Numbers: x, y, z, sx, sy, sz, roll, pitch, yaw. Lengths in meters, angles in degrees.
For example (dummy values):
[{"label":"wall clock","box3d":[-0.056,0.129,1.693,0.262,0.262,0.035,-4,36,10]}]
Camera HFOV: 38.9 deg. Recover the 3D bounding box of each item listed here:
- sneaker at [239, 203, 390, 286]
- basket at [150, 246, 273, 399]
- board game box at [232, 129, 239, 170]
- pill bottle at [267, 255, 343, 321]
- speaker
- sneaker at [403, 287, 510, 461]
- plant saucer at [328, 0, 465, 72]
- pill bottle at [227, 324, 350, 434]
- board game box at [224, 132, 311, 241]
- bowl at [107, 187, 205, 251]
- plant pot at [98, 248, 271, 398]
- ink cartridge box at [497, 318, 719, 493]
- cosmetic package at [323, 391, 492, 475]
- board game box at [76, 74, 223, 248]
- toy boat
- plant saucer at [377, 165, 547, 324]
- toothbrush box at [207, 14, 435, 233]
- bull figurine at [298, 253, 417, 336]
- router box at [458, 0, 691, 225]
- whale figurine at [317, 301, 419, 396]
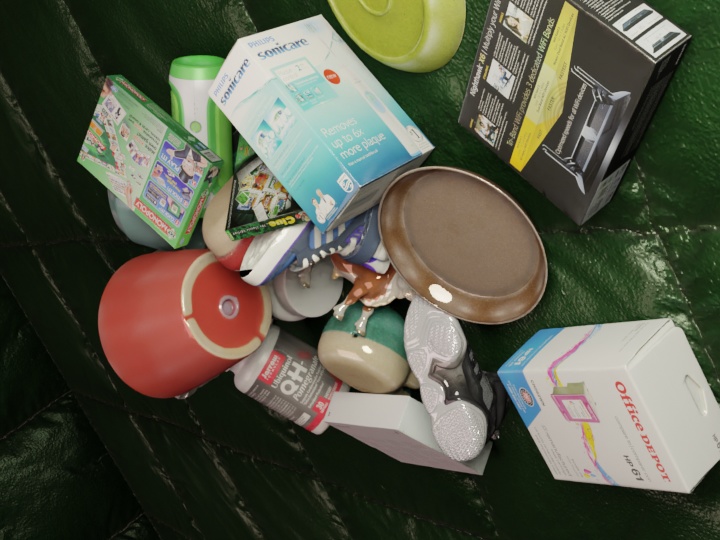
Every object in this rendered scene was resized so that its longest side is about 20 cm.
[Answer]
[{"label":"sneaker","box3d":[-0.029,-0.027,1.161,0.146,0.201,0.080,44,158,-21]},{"label":"basket","box3d":[-0.255,0.058,1.614,0.161,0.199,0.199,45,151,19]},{"label":"board game box","box3d":[-0.138,-0.131,1.405,0.136,0.028,0.199,57,152,-5]},{"label":"pill bottle","box3d":[-0.116,0.012,1.436,0.199,0.113,0.115,4,125,56]},{"label":"speaker","box3d":[-0.210,-0.177,1.357,0.088,0.088,0.203,24,121,43]},{"label":"sneaker","box3d":[0.117,0.115,1.204,0.075,0.113,0.203,-16,85,33]},{"label":"plant saucer","box3d":[0.020,-0.281,0.996,0.199,0.031,0.202,37,147,29]},{"label":"pill bottle","box3d":[-0.119,0.150,1.523,0.198,0.112,0.111,31,154,-11]},{"label":"board game box","box3d":[-0.093,-0.122,1.148,0.103,0.202,0.024,-15,135,18]},{"label":"bowl","box3d":[-0.293,-0.114,1.464,0.103,0.202,0.203,-6,127,9]},{"label":"plant pot","box3d":[-0.222,0.060,1.357,0.176,0.200,0.202,-16,108,47]},{"label":"ink cartridge box","box3d":[0.253,0.136,1.033,0.199,0.084,0.146,-14,109,59]},{"label":"cosmetic package","box3d":[0.061,0.218,1.386,0.150,0.052,0.199,29,162,-26]},{"label":"board game box","box3d":[-0.279,-0.143,1.337,0.199,0.029,0.136,40,120,17]},{"label":"toy boat","box3d":[-0.096,-0.074,1.239,0.131,0.201,0.130,47,155,-17]},{"label":"plant saucer","box3d":[0.111,-0.031,1.083,0.198,0.032,0.202,21,138,21]},{"label":"toothbrush box","box3d":[-0.041,-0.160,1.083,0.201,0.146,0.085,50,132,9]},{"label":"bull figurine","box3d":[0.000,0.000,1.266,0.200,0.122,0.065,43,-172,35]},{"label":"router box","box3d":[0.172,-0.159,0.869,0.157,0.052,0.201,44,150,21]},{"label":"whale figurine","box3d":[0.022,0.112,1.372,0.157,0.105,0.200,13,159,23]}]
